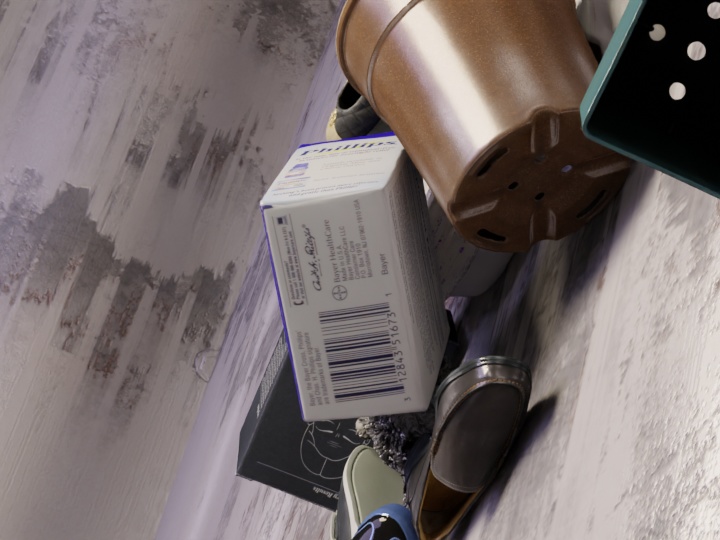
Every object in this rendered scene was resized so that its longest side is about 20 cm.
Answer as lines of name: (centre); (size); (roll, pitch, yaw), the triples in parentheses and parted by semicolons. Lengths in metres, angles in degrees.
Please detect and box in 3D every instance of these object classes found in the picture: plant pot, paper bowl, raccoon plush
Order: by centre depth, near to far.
plant pot: (0.213, -0.124, 1.090); (0.200, 0.141, 0.142); (-76, 11, -80)
plant pot: (0.107, -0.136, 1.445); (0.201, 0.199, 0.199); (-60, 41, 37)
raccoon plush: (0.030, 0.161, 1.607); (0.134, 0.096, 0.201); (112, 175, -55)
paper bowl: (0.092, -0.058, 1.714); (0.201, 0.104, 0.202); (-157, 90, -82)

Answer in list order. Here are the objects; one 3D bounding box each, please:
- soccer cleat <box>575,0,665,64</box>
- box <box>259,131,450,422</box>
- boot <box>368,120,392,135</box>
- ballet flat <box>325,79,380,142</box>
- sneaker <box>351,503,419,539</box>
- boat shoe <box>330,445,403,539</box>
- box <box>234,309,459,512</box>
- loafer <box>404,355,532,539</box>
soccer cleat: (0.202, -0.209, 1.543); (0.078, 0.069, 0.200); (-52, 16, 13)
box: (0.000, 0.000, 1.508); (0.200, 0.104, 0.185); (-63, -36, -71)
boot: (0.016, -0.166, 1.671); (0.145, 0.072, 0.201); (61, 137, 39)
ballet flat: (0.009, -0.181, 1.560); (0.067, 0.056, 0.201); (-98, 27, -43)
sneaker: (-0.008, 0.285, 1.489); (0.078, 0.070, 0.201); (-1, -69, -61)
boat shoe: (0.004, 0.228, 1.622); (0.061, 0.075, 0.200); (-56, 12, 24)
box: (-0.014, 0.115, 1.759); (0.107, 0.147, 0.201); (-97, 30, -74)
loafer: (0.084, 0.138, 1.420); (0.201, 0.072, 0.073); (109, 169, -51)
